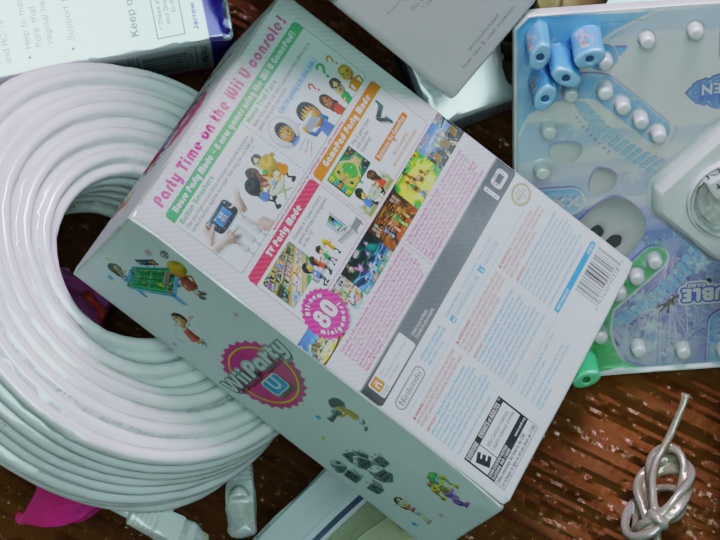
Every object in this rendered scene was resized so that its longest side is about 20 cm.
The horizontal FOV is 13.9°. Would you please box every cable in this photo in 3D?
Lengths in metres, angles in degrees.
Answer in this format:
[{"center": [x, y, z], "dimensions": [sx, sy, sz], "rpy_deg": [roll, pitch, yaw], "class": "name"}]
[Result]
[{"center": [-0.109, 0.006, 1.285], "dimensions": [0.200, 0.069, 0.200], "rpy_deg": [21, 58, -24], "class": "cable"}]

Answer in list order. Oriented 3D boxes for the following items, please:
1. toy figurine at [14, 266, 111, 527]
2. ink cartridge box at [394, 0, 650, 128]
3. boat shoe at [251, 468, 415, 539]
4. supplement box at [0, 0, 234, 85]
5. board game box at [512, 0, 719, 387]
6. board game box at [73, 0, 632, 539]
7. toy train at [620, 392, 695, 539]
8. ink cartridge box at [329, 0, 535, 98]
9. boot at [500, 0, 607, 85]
[{"center": [-0.178, 0.044, 1.346], "dimensions": [0.183, 0.150, 0.201], "rpy_deg": [7, 66, -14], "class": "toy figurine"}, {"center": [0.088, -0.190, 1.396], "dimensions": [0.199, 0.041, 0.200], "rpy_deg": [-23, 87, -4], "class": "ink cartridge box"}, {"center": [-0.020, 0.139, 1.358], "dimensions": [0.062, 0.072, 0.200], "rpy_deg": [44, 83, 3], "class": "boat shoe"}, {"center": [-0.165, -0.128, 1.353], "dimensions": [0.199, 0.101, 0.104], "rpy_deg": [-12, 87, -3], "class": "supplement box"}, {"center": [0.170, -0.032, 1.338], "dimensions": [0.199, 0.026, 0.200], "rpy_deg": [-4, 125, -3], "class": "board game box"}, {"center": [0.000, 0.000, 1.269], "dimensions": [0.200, 0.064, 0.148], "rpy_deg": [38, 53, -9], "class": "board game box"}, {"center": [0.162, 0.171, 1.366], "dimensions": [0.116, 0.085, 0.200], "rpy_deg": [28, 75, -16], "class": "toy train"}, {"center": [-0.026, -0.170, 1.266], "dimensions": [0.067, 0.116, 0.200], "rpy_deg": [-49, 129, 5], "class": "ink cartridge box"}, {"center": [0.174, -0.150, 1.349], "dimensions": [0.199, 0.066, 0.176], "rpy_deg": [13, 81, -10], "class": "boot"}]
